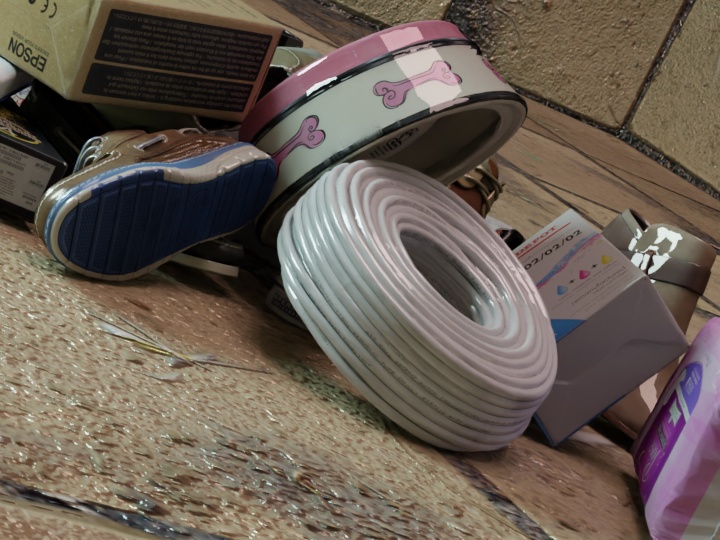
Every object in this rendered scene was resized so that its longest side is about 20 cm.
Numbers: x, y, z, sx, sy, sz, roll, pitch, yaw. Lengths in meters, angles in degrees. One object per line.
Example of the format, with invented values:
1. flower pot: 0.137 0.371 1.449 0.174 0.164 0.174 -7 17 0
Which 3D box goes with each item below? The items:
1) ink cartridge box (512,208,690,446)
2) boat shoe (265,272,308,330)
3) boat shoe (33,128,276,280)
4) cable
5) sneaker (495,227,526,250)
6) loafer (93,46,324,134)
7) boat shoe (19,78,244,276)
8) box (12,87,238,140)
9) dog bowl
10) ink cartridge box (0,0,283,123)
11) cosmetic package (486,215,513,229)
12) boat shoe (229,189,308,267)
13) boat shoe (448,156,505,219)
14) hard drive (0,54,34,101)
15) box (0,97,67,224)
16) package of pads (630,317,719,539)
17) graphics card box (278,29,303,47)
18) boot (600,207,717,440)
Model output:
1. ink cartridge box: 0.134 0.030 1.534 0.068 0.115 0.200 55 -1 -21
2. boat shoe: 0.000 0.000 1.508 0.071 0.070 0.200 31 11 20
3. boat shoe: -0.137 -0.045 1.340 0.072 0.073 0.200 28 22 26
4. cable: 0.039 0.021 1.364 0.199 0.069 0.201 18 35 -47
5. sneaker: 0.115 0.008 1.726 0.077 0.082 0.200 28 10 5
6. loafer: -0.118 -0.129 1.540 0.198 0.076 0.070 -4 3 10
7. boat shoe: -0.151 -0.060 1.437 0.200 0.068 0.072 34 10 26
8. box: -0.166 -0.130 1.642 0.199 0.102 0.113 26 10 -4
9. dog bowl: 0.007 -0.093 1.472 0.074 0.199 0.200 64 21 13
10. ink cartridge box: -0.177 -0.173 1.452 0.164 0.076 0.200 5 22 -48
11. cosmetic package: 0.057 -0.033 1.883 0.199 0.052 0.151 23 14 -20
12. boat shoe: -0.095 -0.052 1.560 0.199 0.070 0.066 11 19 -34
13. boat shoe: 0.071 -0.069 1.686 0.201 0.071 0.076 -98 165 -52
14. hard drive: -0.277 -0.147 1.407 0.131 0.025 0.200 26 8 -5
15. box: -0.290 -0.103 1.343 0.199 0.049 0.161 23 7 -26
16. package of pads: 0.228 0.111 1.391 0.075 0.121 0.200 29 10 -2
17. graphics card box: -0.147 -0.164 1.795 0.199 0.126 0.051 14 15 -48
18. boot: 0.213 0.042 1.615 0.200 0.147 0.070 37 3 42
